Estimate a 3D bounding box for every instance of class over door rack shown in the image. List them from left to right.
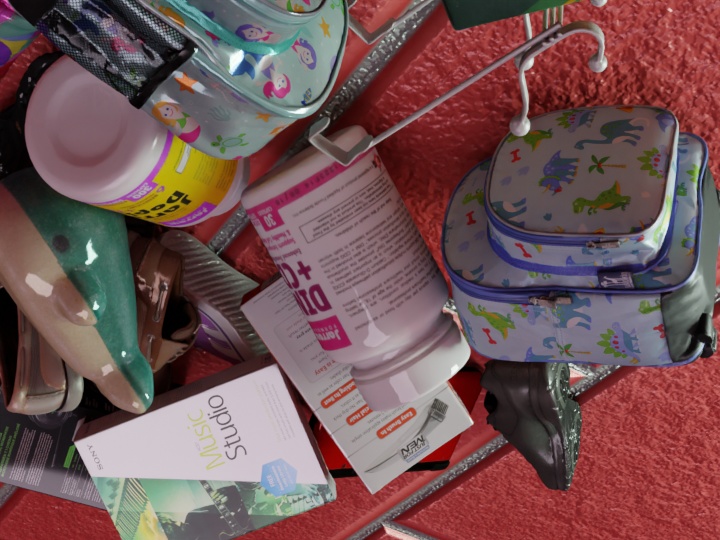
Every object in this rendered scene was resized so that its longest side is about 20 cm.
[{"bbox_3d":[0.072,-0.149,0.806,0.198,0.149,0.067,-19,130,27],"label":"over door rack"}]

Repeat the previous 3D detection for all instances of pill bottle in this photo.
[{"bbox_3d":[-0.150,-0.089,0.890,0.103,0.106,0.200,-8,172,17],"label":"pill bottle"},{"bbox_3d":[0.000,0.000,0.958,0.112,0.113,0.202,-24,101,32],"label":"pill bottle"}]

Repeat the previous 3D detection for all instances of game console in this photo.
[{"bbox_3d":[-0.003,0.143,1.218,0.198,0.119,0.174,2,119,-40],"label":"game console"}]

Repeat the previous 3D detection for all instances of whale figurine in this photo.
[{"bbox_3d":[-0.207,0.010,0.933,0.201,0.103,0.159,59,163,-16],"label":"whale figurine"}]

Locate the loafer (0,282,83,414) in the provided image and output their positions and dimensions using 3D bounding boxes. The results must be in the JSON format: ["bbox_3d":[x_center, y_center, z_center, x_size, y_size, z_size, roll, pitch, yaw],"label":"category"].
[{"bbox_3d":[-0.292,0.029,1.031,0.062,0.202,0.072,-6,150,-38],"label":"loafer"}]

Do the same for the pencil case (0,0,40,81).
[{"bbox_3d":[-0.289,-0.161,0.887,0.088,0.089,0.199,31,133,-28],"label":"pencil case"}]

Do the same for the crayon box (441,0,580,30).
[{"bbox_3d":[0.143,-0.222,0.721,0.197,0.127,0.052,-10,139,20],"label":"crayon box"}]

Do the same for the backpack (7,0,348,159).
[{"bbox_3d":[-0.095,-0.178,0.766,0.149,0.179,0.200,-25,126,36],"label":"backpack"}]

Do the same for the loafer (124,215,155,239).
[{"bbox_3d":[-0.245,-0.013,1.074,0.072,0.071,0.201,10,128,-38],"label":"loafer"}]

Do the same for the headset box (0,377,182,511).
[{"bbox_3d":[-0.272,0.150,1.189,0.197,0.174,0.094,18,98,-14],"label":"headset box"}]

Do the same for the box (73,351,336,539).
[{"bbox_3d":[-0.137,0.173,1.096,0.197,0.036,0.146,-21,107,6],"label":"box"}]

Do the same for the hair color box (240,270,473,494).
[{"bbox_3d":[-0.003,0.076,1.058,0.110,0.064,0.201,-34,98,3],"label":"hair color box"}]

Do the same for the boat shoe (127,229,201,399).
[{"bbox_3d":[-0.176,0.051,1.053,0.071,0.076,0.201,11,141,7],"label":"boat shoe"}]

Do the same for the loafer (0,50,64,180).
[{"bbox_3d":[-0.244,-0.109,0.960,0.070,0.069,0.200,-12,167,-36],"label":"loafer"}]

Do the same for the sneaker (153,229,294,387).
[{"bbox_3d":[-0.145,0.048,1.141,0.114,0.073,0.201,-26,119,38],"label":"sneaker"}]

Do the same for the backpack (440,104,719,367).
[{"bbox_3d":[0.160,-0.030,0.916,0.197,0.184,0.148,-5,132,25],"label":"backpack"}]

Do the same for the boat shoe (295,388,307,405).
[{"bbox_3d":[-0.001,0.058,1.156,0.062,0.073,0.200,-17,160,-50],"label":"boat shoe"}]

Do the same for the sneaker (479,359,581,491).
[{"bbox_3d":[0.172,0.148,1.227,0.089,0.077,0.202,1,135,22],"label":"sneaker"}]
